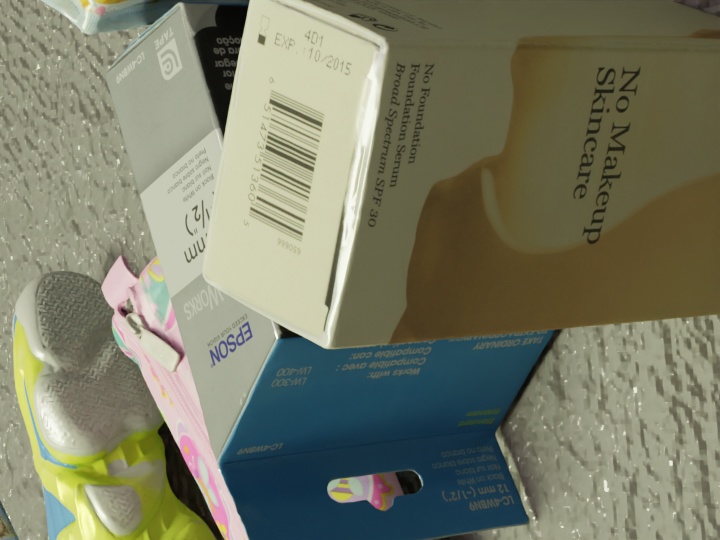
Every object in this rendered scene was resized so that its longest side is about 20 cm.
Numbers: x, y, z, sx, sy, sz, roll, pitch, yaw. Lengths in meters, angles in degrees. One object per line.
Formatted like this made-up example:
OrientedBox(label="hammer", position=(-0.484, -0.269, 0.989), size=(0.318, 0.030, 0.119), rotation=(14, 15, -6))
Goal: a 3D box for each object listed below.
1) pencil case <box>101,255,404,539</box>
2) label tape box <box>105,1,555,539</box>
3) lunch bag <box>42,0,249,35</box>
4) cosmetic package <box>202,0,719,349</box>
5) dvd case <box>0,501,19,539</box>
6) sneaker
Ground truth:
OrientedBox(label="pencil case", position=(-0.037, 0.076, 1.064), size=(0.088, 0.087, 0.201), rotation=(-53, 55, 38))
OrientedBox(label="label tape box", position=(0.000, 0.000, 0.966), size=(0.066, 0.142, 0.201), rotation=(-37, 65, 45))
OrientedBox(label="lunch bag", position=(-0.068, -0.196, 0.994), size=(0.127, 0.200, 0.171), rotation=(31, 115, 22))
OrientedBox(label="cosmetic package", position=(0.051, -0.037, 0.859), size=(0.071, 0.199, 0.106), rotation=(27, 114, 45))
OrientedBox(label="dvd case", position=(-0.141, 0.213, 1.180), size=(0.200, 0.017, 0.144), rotation=(-128, 28, -51))
OrientedBox(label="sneaker", position=(-0.129, 0.106, 1.183), size=(0.105, 0.075, 0.201), rotation=(-41, 63, 44))
